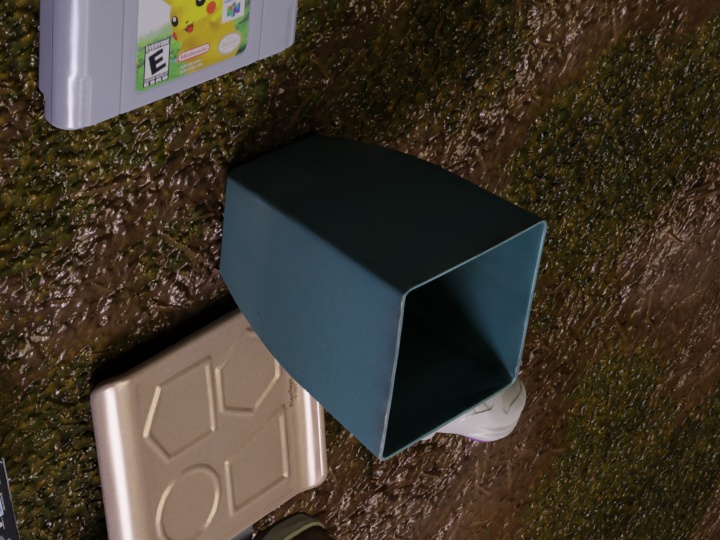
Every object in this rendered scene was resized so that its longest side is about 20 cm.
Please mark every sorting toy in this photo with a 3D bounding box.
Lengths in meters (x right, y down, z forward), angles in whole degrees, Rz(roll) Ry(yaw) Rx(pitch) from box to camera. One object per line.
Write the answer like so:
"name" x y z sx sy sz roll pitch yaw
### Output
"sorting toy" -0.111 0.121 1.482 0.199 0.036 0.187 -27 127 -36

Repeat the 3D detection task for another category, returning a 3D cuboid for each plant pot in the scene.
"plant pot" 0.000 0.000 1.389 0.141 0.199 0.142 -26 137 -38

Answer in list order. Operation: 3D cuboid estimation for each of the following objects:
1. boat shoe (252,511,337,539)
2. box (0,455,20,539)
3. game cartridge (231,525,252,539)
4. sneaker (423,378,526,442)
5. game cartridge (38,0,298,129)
"boat shoe" -0.089 0.261 1.553 0.202 0.075 0.075 -34 142 -31
"box" -0.289 0.209 1.226 0.163 0.086 0.201 -34 136 -32
"game cartridge" -0.151 0.272 1.582 0.133 0.041 0.202 -16 130 -51
"sneaker" 0.087 0.092 1.700 0.199 0.075 0.100 0 119 -53
"game cartridge" -0.112 -0.176 1.243 0.199 0.040 0.134 -27 134 -38
